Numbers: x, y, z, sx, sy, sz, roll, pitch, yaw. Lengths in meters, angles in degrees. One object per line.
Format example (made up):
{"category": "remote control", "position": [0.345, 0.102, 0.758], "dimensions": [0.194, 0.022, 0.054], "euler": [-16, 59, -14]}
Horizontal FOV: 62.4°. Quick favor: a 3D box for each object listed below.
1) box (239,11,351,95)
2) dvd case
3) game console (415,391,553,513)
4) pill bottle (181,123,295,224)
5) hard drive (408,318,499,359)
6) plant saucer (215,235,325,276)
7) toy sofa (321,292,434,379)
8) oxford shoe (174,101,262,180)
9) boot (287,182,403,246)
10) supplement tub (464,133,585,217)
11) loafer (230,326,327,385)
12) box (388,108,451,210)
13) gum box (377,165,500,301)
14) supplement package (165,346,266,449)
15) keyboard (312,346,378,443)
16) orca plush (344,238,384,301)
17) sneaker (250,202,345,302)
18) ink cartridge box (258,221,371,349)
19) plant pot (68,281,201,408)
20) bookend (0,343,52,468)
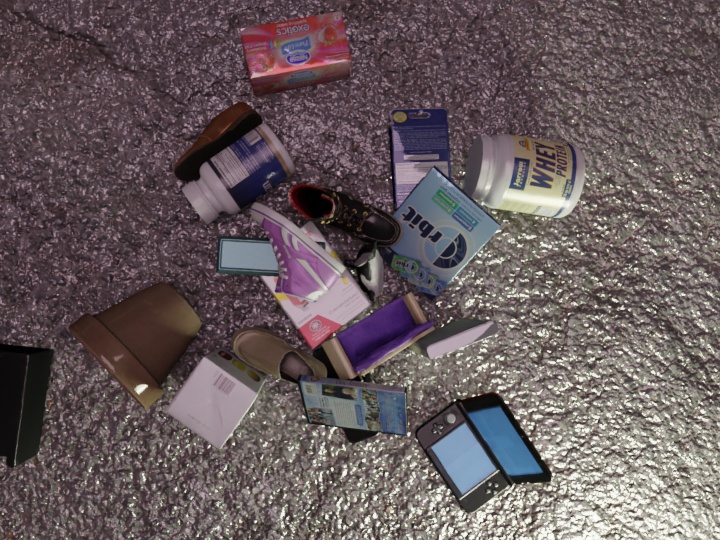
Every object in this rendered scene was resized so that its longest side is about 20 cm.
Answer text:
{"category": "box", "position": [-0.125, -0.420, 1.158], "dimensions": [0.198, 0.095, 0.104], "euler": [-11, 89, -6]}
{"category": "dvd case", "position": [-0.011, 0.251, 1.099], "dimensions": [0.198, 0.143, 0.018], "euler": [4, 45, 10]}
{"category": "game console", "position": [0.231, 0.354, 1.137], "dimensions": [0.172, 0.119, 0.201], "euler": [-34, 90, -6]}
{"category": "pill bottle", "position": [-0.232, -0.178, 1.127], "dimensions": [0.199, 0.111, 0.111], "euler": [-36, 90, -6]}
{"category": "hard drive", "position": [0.165, 0.123, 1.102], "dimensions": [0.131, 0.200, 0.026], "euler": [-21, 88, -6]}
{"category": "plant saucer", "position": [-0.164, -0.024, 1.089], "dimensions": [0.198, 0.019, 0.071], "euler": [3, 86, -5]}
{"category": "toy sofa", "position": [0.036, 0.120, 1.110], "dimensions": [0.199, 0.097, 0.083], "euler": [-28, 88, -29]}
{"category": "oxford shoe", "position": [-0.286, -0.252, 1.159], "dimensions": [0.200, 0.071, 0.071], "euler": [-40, 63, -6]}
{"category": "boot", "position": [-0.029, -0.104, 1.096], "dimensions": [0.199, 0.150, 0.074], "euler": [31, 100, 19]}
{"category": "supplement tub", "position": [0.315, -0.186, 1.160], "dimensions": [0.198, 0.145, 0.146], "euler": [8, 86, -5]}
{"category": "loafer", "position": [-0.156, 0.165, 1.134], "dimensions": [0.199, 0.068, 0.076], "euler": [23, 85, 0]}
{"category": "box", "position": [0.122, -0.224, 1.201], "dimensions": [0.120, 0.032, 0.202], "euler": [-3, 89, -6]}
{"category": "gum box", "position": [0.140, -0.070, 1.151], "dimensions": [0.170, 0.045, 0.200], "euler": [40, 108, -2]}
{"category": "supplement package", "position": [-0.249, 0.218, 1.059], "dimensions": [0.113, 0.200, 0.110], "euler": [36, 85, -3]}
{"category": "keyboard", "position": [-0.011, 0.232, 1.171], "dimensions": [0.103, 0.040, 0.201], "euler": [-22, 90, 17]}
{"category": "orca plush", "position": [0.000, 0.000, 1.103], "dimensions": [0.070, 0.200, 0.106], "euler": [7, 84, 9]}
{"category": "sneaker", "position": [-0.136, -0.024, 1.048], "dimensions": [0.200, 0.073, 0.114], "euler": [40, 87, 0]}
{"category": "ink cartridge box", "position": [-0.095, 0.027, 1.142], "dimensions": [0.145, 0.083, 0.201], "euler": [-36, 90, -7]}
{"category": "plant pot", "position": [-0.388, 0.119, 1.075], "dimensions": [0.200, 0.200, 0.175], "euler": [46, 65, -1]}
{"category": "bookend", "position": [-0.687, 0.235, 1.073], "dimensions": [0.197, 0.092, 0.202], "euler": [6, 88, -3]}
